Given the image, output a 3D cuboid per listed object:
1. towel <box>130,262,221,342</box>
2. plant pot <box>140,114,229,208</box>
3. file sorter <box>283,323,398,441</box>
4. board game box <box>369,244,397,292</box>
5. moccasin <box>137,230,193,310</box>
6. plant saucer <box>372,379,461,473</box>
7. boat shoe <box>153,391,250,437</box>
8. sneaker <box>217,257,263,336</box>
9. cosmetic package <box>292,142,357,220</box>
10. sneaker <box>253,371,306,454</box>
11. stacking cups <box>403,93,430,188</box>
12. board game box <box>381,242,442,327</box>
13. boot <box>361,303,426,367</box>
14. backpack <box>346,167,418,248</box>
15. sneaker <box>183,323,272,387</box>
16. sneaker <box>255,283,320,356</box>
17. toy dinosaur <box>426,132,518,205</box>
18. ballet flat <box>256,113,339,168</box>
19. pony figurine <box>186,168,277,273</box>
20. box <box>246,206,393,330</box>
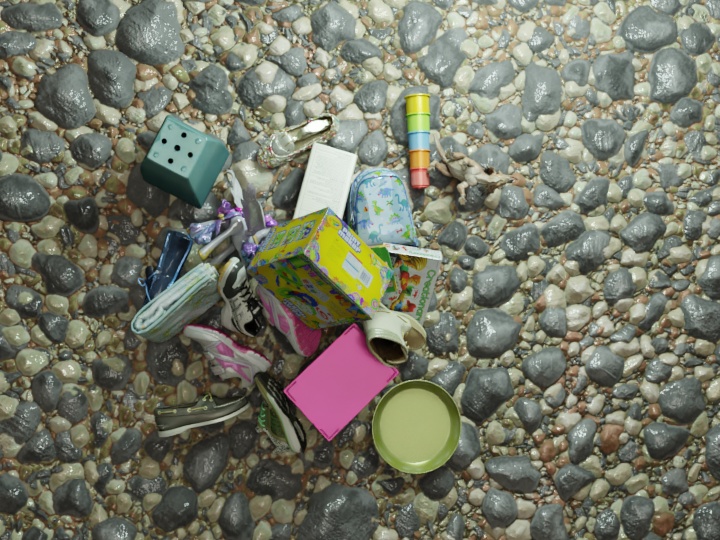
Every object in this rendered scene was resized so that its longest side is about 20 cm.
[{"bbox_3d":[-0.362,0.072,1.657,0.199,0.171,0.048,-38,78,-7],"label":"towel"},{"bbox_3d":[-0.361,-0.229,1.656,0.140,0.200,0.142,27,85,-6],"label":"plant pot"},{"bbox_3d":[-0.045,0.229,1.715,0.200,0.125,0.139,-43,92,-7],"label":"file sorter"},{"bbox_3d":[0.000,0.000,1.698,0.030,0.199,0.097,-23,103,-40],"label":"board game box"},{"bbox_3d":[-0.420,0.011,1.709,0.068,0.080,0.201,26,71,-8],"label":"moccasin"},{"bbox_3d":[0.121,0.339,1.779,0.198,0.031,0.202,0,87,-8],"label":"plant saucer"},{"bbox_3d":[-0.332,0.290,1.704,0.200,0.072,0.061,-16,95,-4],"label":"boat shoe"},{"bbox_3d":[-0.237,0.056,1.669,0.087,0.201,0.076,24,52,18],"label":"sneaker"},{"bbox_3d":[-0.080,-0.157,1.732,0.103,0.073,0.202,16,75,-6],"label":"cosmetic package"},{"bbox_3d":[-0.189,0.309,1.711,0.088,0.077,0.201,-22,105,9],"label":"sneaker"},{"bbox_3d":[0.131,-0.282,1.788,0.060,0.060,0.202,-3,88,-7],"label":"stacking cups"},{"bbox_3d":[0.088,0.040,1.729,0.125,0.035,0.202,8,124,-7],"label":"board game box"},{"bbox_3d":[0.073,0.142,1.677,0.199,0.155,0.072,32,108,-30],"label":"boot"},{"bbox_3d":[0.042,-0.118,1.742,0.161,0.154,0.202,-4,76,-1],"label":"backpack"},{"bbox_3d":[-0.288,0.180,1.707,0.199,0.081,0.089,31,85,-7],"label":"sneaker"},{"bbox_3d":[-0.154,0.090,1.727,0.081,0.088,0.202,-34,105,-42],"label":"sneaker"},{"bbox_3d":[0.232,-0.220,1.785,0.200,0.135,0.086,42,123,21],"label":"toy dinosaur"},{"bbox_3d":[-0.136,-0.288,1.754,0.199,0.064,0.076,-30,86,-7],"label":"ballet flat"},{"bbox_3d":[-0.255,-0.092,1.704,0.199,0.167,0.194,-28,123,-11],"label":"pony figurine"},{"bbox_3d":[-0.080,0.003,1.609,0.200,0.192,0.123,44,54,-27],"label":"box"}]
